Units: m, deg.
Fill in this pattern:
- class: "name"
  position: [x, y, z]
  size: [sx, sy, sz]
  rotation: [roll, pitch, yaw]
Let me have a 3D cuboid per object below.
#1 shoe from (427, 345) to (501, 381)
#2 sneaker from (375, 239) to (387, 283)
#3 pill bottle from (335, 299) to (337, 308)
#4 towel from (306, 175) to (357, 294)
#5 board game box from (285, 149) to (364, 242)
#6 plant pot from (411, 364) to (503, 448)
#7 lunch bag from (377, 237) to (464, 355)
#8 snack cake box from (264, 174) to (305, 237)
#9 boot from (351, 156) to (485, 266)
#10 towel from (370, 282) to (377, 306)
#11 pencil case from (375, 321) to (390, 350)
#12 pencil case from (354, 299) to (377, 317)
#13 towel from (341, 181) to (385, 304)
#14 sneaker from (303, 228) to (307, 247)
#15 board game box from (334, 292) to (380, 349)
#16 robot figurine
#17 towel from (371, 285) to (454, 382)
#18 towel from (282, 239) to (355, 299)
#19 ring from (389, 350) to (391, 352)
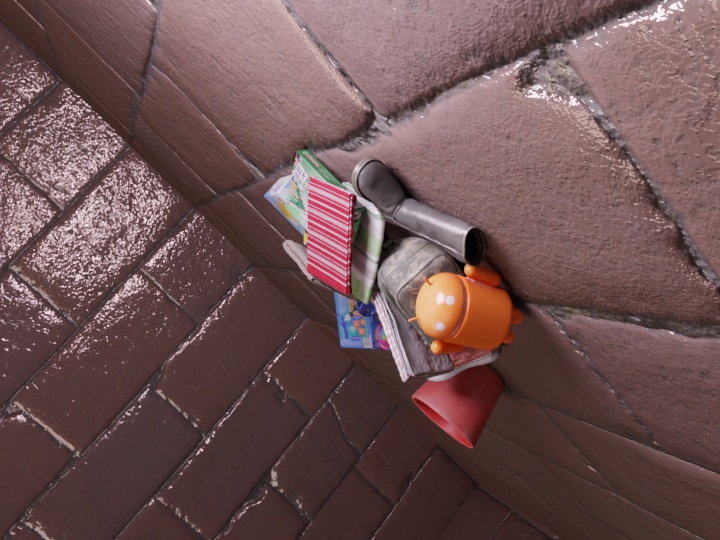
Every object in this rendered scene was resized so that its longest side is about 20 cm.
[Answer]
- class: "shoe"
  position: [0.204, 0.174, 1.385]
  size: [0.199, 0.072, 0.091]
  rotation: [-26, 114, 34]
- class: "sneaker"
  position: [0.039, -0.038, 1.357]
  size: [0.200, 0.079, 0.095]
  rotation: [41, 156, -2]
- class: "pill bottle"
  position: [0.029, 0.103, 1.721]
  size: [0.199, 0.117, 0.117]
  rotation: [27, 161, 49]
- class: "towel"
  position: [-0.058, -0.066, 1.198]
  size: [0.144, 0.022, 0.203]
  rotation: [28, 122, 47]
- class: "board game box"
  position: [-0.075, -0.126, 1.240]
  size: [0.200, 0.029, 0.136]
  rotation: [48, 137, 30]
- class: "plant pot"
  position: [0.260, 0.320, 1.611]
  size: [0.200, 0.178, 0.201]
  rotation: [38, 166, 11]
- class: "lunch bag"
  position: [0.128, 0.039, 1.205]
  size: [0.200, 0.139, 0.168]
  rotation: [49, -178, -28]
- class: "snack cake box"
  position: [-0.130, -0.135, 1.522]
  size: [0.200, 0.067, 0.115]
  rotation: [46, 167, -19]
- class: "boot"
  position: [0.094, -0.091, 1.004]
  size: [0.200, 0.073, 0.181]
  rotation: [40, -177, 39]
- class: "towel"
  position: [0.000, 0.000, 1.413]
  size: [0.146, 0.030, 0.201]
  rotation: [38, -158, -29]
- class: "pencil case"
  position: [0.098, 0.151, 1.455]
  size: [0.088, 0.089, 0.200]
  rotation: [43, 168, -10]
- class: "pencil case"
  position: [-0.010, 0.021, 1.513]
  size: [0.086, 0.078, 0.201]
  rotation: [5, -139, -40]
- class: "towel"
  position: [-0.013, -0.054, 1.227]
  size: [0.149, 0.030, 0.203]
  rotation: [40, 129, 44]
- class: "sneaker"
  position: [-0.092, -0.125, 1.399]
  size: [0.077, 0.075, 0.201]
  rotation: [48, 145, 13]
- class: "board game box"
  position: [-0.006, 0.099, 1.634]
  size: [0.151, 0.045, 0.203]
  rotation: [-5, 92, 54]
- class: "robot figurine"
  position: [0.178, 0.072, 1.074]
  size: [0.198, 0.118, 0.144]
  rotation: [15, 147, -23]
- class: "towel"
  position: [0.110, 0.121, 1.287]
  size: [0.190, 0.032, 0.202]
  rotation: [3, -117, -56]
- class: "towel"
  position: [-0.089, -0.006, 1.399]
  size: [0.132, 0.035, 0.200]
  rotation: [28, -171, -35]
- class: "ring"
  position: [0.168, 0.208, 1.588]
  size: [0.197, 0.020, 0.200]
  rotation: [4, -175, 0]
